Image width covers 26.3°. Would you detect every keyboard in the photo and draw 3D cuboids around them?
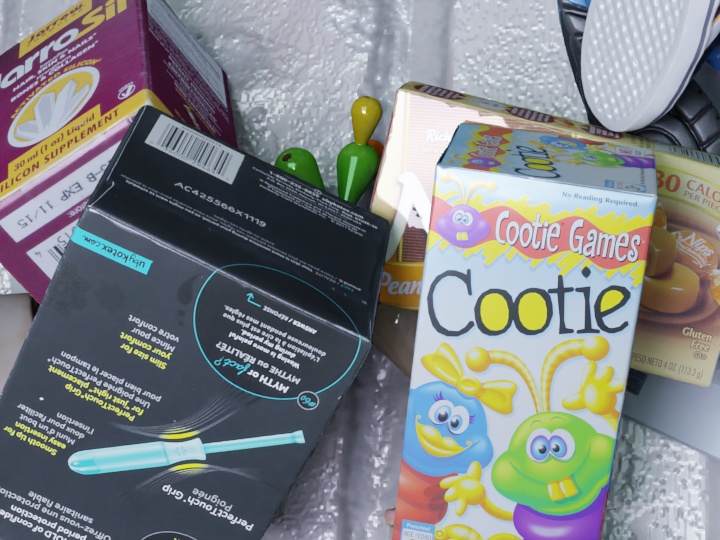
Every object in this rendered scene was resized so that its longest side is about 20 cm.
[{"bbox_3d":[0.154,0.054,0.875,0.199,0.011,0.056,25,90,25],"label":"keyboard"}]

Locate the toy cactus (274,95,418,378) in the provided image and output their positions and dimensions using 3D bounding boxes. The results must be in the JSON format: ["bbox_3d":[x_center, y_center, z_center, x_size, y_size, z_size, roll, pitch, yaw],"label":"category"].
[{"bbox_3d":[0.000,0.000,0.917,0.200,0.102,0.165,-38,84,5],"label":"toy cactus"}]

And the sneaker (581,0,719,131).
[{"bbox_3d":[0.177,-0.157,0.776,0.079,0.201,0.079,-9,46,-28],"label":"sneaker"}]

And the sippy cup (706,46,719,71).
[{"bbox_3d":[0.237,-0.176,0.847,0.130,0.178,0.140,-25,96,24],"label":"sippy cup"}]

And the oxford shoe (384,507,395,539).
[{"bbox_3d":[0.099,0.174,0.830,0.199,0.071,0.074,12,90,27],"label":"oxford shoe"}]

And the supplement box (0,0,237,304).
[{"bbox_3d":[-0.152,-0.077,0.929,0.131,0.103,0.200,-32,32,10],"label":"supplement box"}]

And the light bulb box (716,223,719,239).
[{"bbox_3d":[0.289,-0.042,0.745,0.125,0.198,0.200,36,89,23],"label":"light bulb box"}]

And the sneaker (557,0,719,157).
[{"bbox_3d":[0.165,-0.091,0.882,0.073,0.082,0.201,-14,89,6],"label":"sneaker"}]

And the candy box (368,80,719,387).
[{"bbox_3d":[0.105,-0.022,0.829,0.199,0.055,0.116,15,103,7],"label":"candy box"}]

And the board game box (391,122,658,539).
[{"bbox_3d":[0.081,0.041,0.764,0.102,0.105,0.201,8,108,8],"label":"board game box"}]

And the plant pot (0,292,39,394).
[{"bbox_3d":[-0.260,0.098,0.938,0.173,0.200,0.201,-20,68,-4],"label":"plant pot"}]

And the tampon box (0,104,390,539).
[{"bbox_3d":[-0.095,0.050,0.790,0.149,0.126,0.200,26,118,-7],"label":"tampon box"}]
